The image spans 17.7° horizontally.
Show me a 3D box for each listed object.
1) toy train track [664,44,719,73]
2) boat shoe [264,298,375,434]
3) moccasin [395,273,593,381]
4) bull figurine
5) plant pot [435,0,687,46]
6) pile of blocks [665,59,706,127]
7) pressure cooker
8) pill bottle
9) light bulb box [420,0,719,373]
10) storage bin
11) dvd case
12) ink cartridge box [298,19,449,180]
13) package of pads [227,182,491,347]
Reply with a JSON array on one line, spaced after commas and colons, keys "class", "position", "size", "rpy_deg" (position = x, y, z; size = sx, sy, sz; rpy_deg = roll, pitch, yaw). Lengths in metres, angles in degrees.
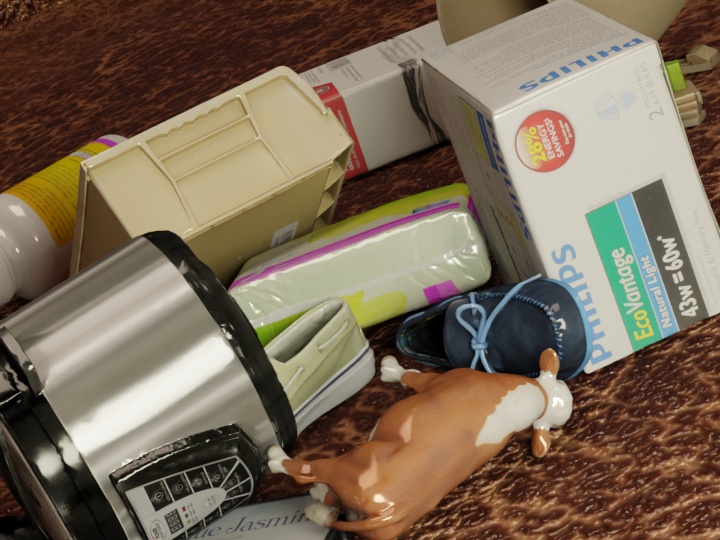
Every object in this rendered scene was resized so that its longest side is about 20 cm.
[{"class": "toy train track", "position": [0.234, -0.189, 2.124], "size": [0.199, 0.033, 0.115], "rpy_deg": [-6, 23, 36]}, {"class": "boat shoe", "position": [-0.069, 0.087, 1.608], "size": [0.072, 0.062, 0.200], "rpy_deg": [-3, 25, 43]}, {"class": "moccasin", "position": [0.085, 0.051, 1.528], "size": [0.068, 0.081, 0.200], "rpy_deg": [-11, -3, -23]}, {"class": "bull figurine", "position": [0.040, 0.102, 1.419], "size": [0.121, 0.066, 0.200], "rpy_deg": [4, 25, 42]}, {"class": "plant pot", "position": [0.202, -0.243, 2.057], "size": [0.199, 0.188, 0.187], "rpy_deg": [-31, 21, -26]}, {"class": "pile of blocks", "position": [0.237, -0.140, 1.931], "size": [0.082, 0.062, 0.200], "rpy_deg": [-11, 21, 26]}, {"class": "pressure cooker", "position": [-0.160, 0.093, 1.443], "size": [0.199, 0.177, 0.179], "rpy_deg": [-32, 9, -14]}, {"class": "pill bottle", "position": [-0.282, -0.040, 2.134], "size": [0.200, 0.105, 0.104], "rpy_deg": [-33, 22, -35]}, {"class": "light bulb box", "position": [0.149, -0.064, 1.590], "size": [0.124, 0.199, 0.200], "rpy_deg": [-24, 19, -5]}, {"class": "storage bin", "position": [-0.118, -0.044, 1.826], "size": [0.198, 0.094, 0.200], "rpy_deg": [-28, -19, -21]}, {"class": "dvd case", "position": [-0.086, 0.193, 1.393], "size": [0.142, 0.018, 0.200], "rpy_deg": [-13, 19, 23]}, {"class": "ink cartridge box", "position": [0.034, -0.165, 2.185], "size": [0.199, 0.084, 0.144], "rpy_deg": [-22, 17, -3]}, {"class": "package of pads", "position": [0.000, 0.000, 1.741], "size": [0.199, 0.069, 0.155], "rpy_deg": [-19, 8, 7]}]
